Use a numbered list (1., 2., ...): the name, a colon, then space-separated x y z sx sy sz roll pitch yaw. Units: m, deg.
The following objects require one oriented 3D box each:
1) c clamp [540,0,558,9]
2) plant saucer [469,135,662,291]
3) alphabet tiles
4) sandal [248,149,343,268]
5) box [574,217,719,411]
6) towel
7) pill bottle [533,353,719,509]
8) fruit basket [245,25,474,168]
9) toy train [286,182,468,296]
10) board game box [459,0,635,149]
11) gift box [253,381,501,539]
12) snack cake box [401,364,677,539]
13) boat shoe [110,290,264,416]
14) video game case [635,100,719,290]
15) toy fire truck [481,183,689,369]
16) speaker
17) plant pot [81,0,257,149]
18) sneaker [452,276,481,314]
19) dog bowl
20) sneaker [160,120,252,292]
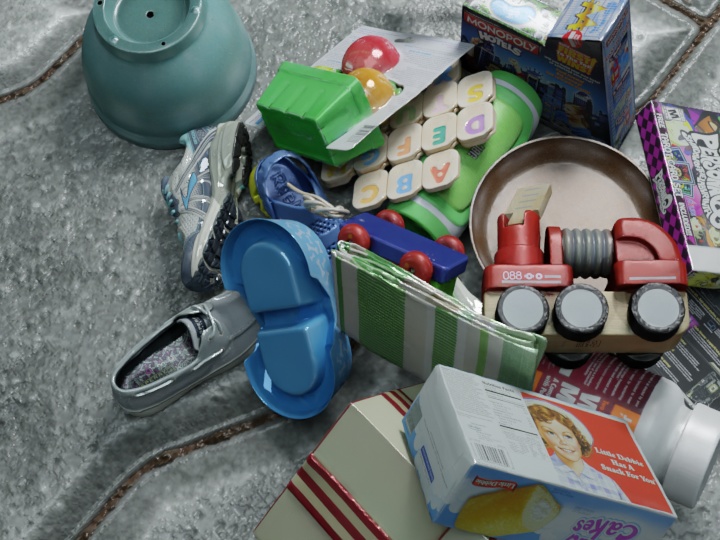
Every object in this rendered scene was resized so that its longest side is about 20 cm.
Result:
1. c clamp: 0.121 -0.320 1.194 0.198 0.171 0.027 14 103 -6
2. plant saucer: 0.209 -0.042 1.074 0.198 0.032 0.202 -1 69 2
3. alphabet tiles: 0.049 -0.151 1.125 0.199 0.015 0.197 -14 48 23
4. sandal: -0.053 -0.050 1.107 0.079 0.087 0.200 -37 75 -14
5. box: 0.320 0.051 1.072 0.160 0.044 0.200 -36 71 -11
6. towel: 0.064 0.058 0.939 0.199 0.153 0.023 26 60 16
7. pill bottle: 0.232 0.137 0.990 0.199 0.110 0.110 23 71 24
8. fruit basket: -0.002 -0.196 1.144 0.200 0.094 0.185 -39 38 -28
9. toy train: 0.000 0.000 1.048 0.199 0.084 0.117 24 115 25
10. board game box: 0.204 -0.228 1.104 0.199 0.200 0.062 30 73 13
11. gift box: 0.056 0.218 0.933 0.187 0.200 0.185 44 114 21
12. snack cake box: 0.142 0.158 0.852 0.199 0.067 0.115 19 28 -23
13. boat shoe: -0.165 0.072 1.071 0.200 0.072 0.070 -37 71 -13
14. video game case: 0.381 -0.071 1.079 0.180 0.036 0.201 7 61 -20
15. toy fire truck: 0.197 -0.014 0.973 0.174 0.129 0.202 -1 67 4
16. speaker: 0.111 -0.115 1.127 0.088 0.089 0.200 32 73 14
17. plant pot: -0.221 -0.255 1.171 0.198 0.134 0.202 -1 69 2
18. sneaker: 0.068 0.040 1.078 0.089 0.077 0.200 -42 70 -4
19. dog bowl: -0.069 0.042 1.042 0.111 0.049 0.202 -9 99 36
20. sneaker: -0.172 -0.067 1.137 0.086 0.078 0.201 0 61 15
